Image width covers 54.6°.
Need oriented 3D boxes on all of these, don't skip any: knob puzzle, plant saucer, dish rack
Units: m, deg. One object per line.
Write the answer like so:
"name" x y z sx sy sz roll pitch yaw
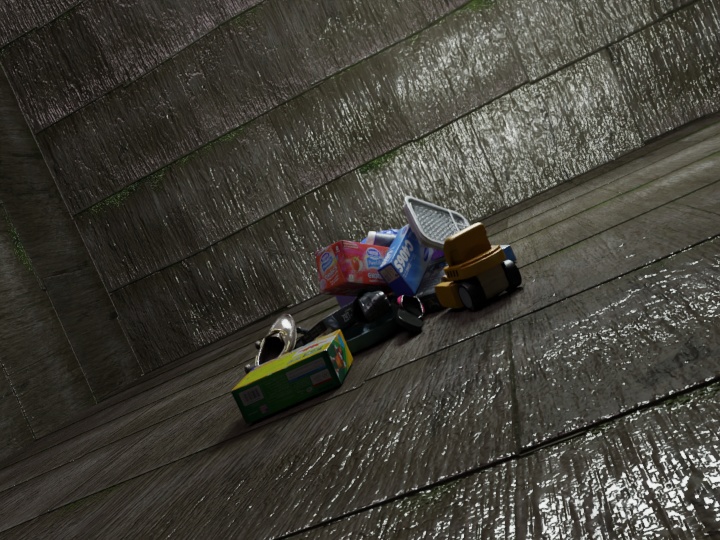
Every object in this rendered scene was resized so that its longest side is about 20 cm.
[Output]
"knob puzzle" -0.127 0.199 1.519 0.219 0.030 0.220 -43 -3 -3
"plant saucer" 0.009 0.143 1.551 0.198 0.036 0.200 -25 3 2
"dish rack" 0.193 -0.094 1.679 0.198 0.173 0.044 16 -54 -31

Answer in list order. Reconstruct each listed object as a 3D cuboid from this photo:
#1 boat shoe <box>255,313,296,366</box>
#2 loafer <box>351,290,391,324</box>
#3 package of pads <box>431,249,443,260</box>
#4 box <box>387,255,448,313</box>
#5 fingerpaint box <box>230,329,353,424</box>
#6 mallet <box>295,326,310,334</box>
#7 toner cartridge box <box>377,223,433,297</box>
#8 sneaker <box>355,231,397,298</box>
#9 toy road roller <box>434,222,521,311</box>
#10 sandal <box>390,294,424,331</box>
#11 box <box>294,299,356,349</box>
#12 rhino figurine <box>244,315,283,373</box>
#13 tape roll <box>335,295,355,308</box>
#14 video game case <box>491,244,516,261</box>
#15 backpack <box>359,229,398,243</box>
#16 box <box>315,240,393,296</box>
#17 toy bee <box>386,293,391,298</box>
"boat shoe" -0.196 0.174 1.620 0.060 0.071 0.201 98 -171 -46
"loafer" 0.010 0.085 1.542 0.070 0.069 0.200 -31 2 -14
"package of pads" 0.225 -0.049 1.860 0.119 0.077 0.200 -25 0 5
"box" 0.157 0.036 1.619 0.199 0.051 0.158 -20 25 51
"fingerpaint box" -0.123 0.199 1.324 0.198 0.074 0.167 -24 4 9
"mallet" -0.122 0.158 1.821 0.065 0.042 0.200 -26 -14 3
"toner cartridge box" 0.108 -0.023 1.626 0.043 0.095 0.201 -29 18 32
"sneaker" 0.069 0.000 1.770 0.144 0.202 0.081 13 31 -1
"toy road roller" 0.220 -0.011 1.403 0.122 0.148 0.200 -25 3 -15
"sandal" 0.105 0.081 1.462 0.074 0.046 0.200 20 9 -4
"box" -0.076 0.146 1.697 0.159 0.044 0.200 -28 -9 -42
"rhino figurine" -0.214 0.189 1.697 0.087 0.060 0.202 -18 37 33
"tape roll" -0.040 0.042 2.047 0.084 0.202 0.200 -24 3 -1
"video game case" 0.275 -0.003 1.766 0.198 0.046 0.181 -26 2 -4
"backpack" 0.089 -0.017 2.004 0.161 0.202 0.168 -25 3 -19
"box" 0.000 0.000 1.607 0.095 0.101 0.198 -23 -20 39
"toy bee" 0.088 0.047 1.858 0.199 0.131 0.109 -39 -15 -27
